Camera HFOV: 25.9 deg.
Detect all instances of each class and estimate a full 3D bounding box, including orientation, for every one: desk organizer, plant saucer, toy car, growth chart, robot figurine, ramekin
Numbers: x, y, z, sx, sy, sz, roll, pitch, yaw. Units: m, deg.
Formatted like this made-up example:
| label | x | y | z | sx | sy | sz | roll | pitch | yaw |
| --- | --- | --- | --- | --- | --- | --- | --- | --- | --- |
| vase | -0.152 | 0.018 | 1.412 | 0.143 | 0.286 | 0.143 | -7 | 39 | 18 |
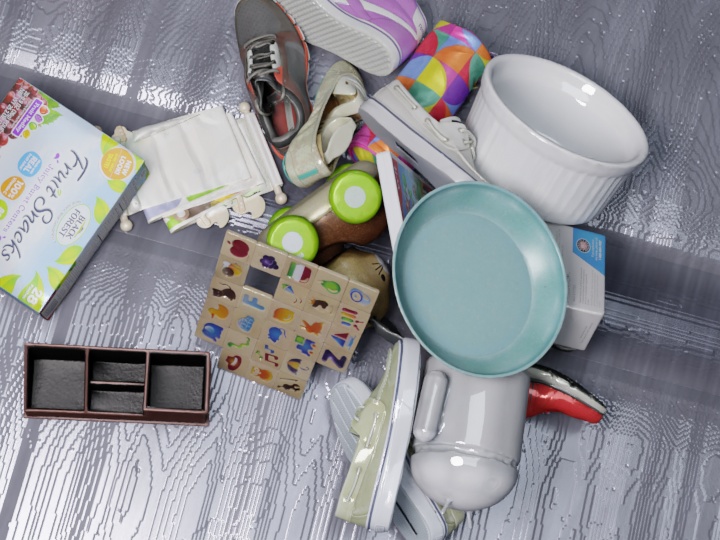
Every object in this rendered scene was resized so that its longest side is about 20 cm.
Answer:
| label | x | y | z | sx | sy | sz | roll | pitch | yaw |
| --- | --- | --- | --- | --- | --- | --- | --- | --- | --- |
| desk organizer | -0.257 | 0.120 | 1.654 | 0.198 | 0.077 | 0.072 | 3 | 77 | -6 |
| plant saucer | 0.114 | 0.011 | 1.570 | 0.199 | 0.036 | 0.202 | 6 | 74 | -23 |
| toy car | 0.000 | 0.000 | 1.673 | 0.157 | 0.164 | 0.201 | -35 | 97 | 1 |
| growth chart | -0.190 | -0.112 | 1.746 | 0.198 | 0.018 | 0.146 | -12 | 79 | -9 |
| robot figurine | 0.113 | 0.159 | 1.610 | 0.169 | 0.112 | 0.202 | 27 | 65 | -43 |
| ramekin | 0.206 | -0.140 | 1.714 | 0.199 | 0.098 | 0.201 | 19 | 34 | -14 |

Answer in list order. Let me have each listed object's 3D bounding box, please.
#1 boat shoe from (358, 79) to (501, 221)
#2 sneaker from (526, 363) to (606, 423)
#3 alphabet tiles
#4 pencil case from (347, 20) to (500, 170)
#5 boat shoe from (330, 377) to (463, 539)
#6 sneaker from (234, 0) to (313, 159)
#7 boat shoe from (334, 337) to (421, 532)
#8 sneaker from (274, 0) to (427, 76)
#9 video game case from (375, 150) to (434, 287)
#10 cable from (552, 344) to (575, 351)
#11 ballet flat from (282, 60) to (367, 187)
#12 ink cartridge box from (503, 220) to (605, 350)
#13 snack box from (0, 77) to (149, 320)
| label | x | y | z | sx | sy | sz | roll | pitch | yaw |
| --- | --- | --- | --- | --- | --- | --- | --- | --- | --- |
| boat shoe | 0.088 | -0.132 | 1.660 | 0.070 | 0.071 | 0.200 | -43 | 63 | -9 |
| sneaker | 0.169 | 0.140 | 1.713 | 0.198 | 0.077 | 0.086 | 16 | 93 | 3 |
| alphabet tiles | -0.084 | 0.056 | 1.639 | 0.166 | 0.201 | 0.008 | 22 | 45 | -1 |
| pencil case | 0.072 | -0.187 | 1.762 | 0.088 | 0.088 | 0.200 | 38 | 76 | 3 |
| boat shoe | 0.037 | 0.202 | 1.677 | 0.062 | 0.072 | 0.201 | -23 | 79 | -42 |
| sneaker | -0.096 | -0.222 | 1.740 | 0.077 | 0.082 | 0.201 | -22 | 80 | 12 |
| boat shoe | 0.020 | 0.164 | 1.596 | 0.062 | 0.072 | 0.202 | 11 | 79 | 1 |
| sneaker | -0.016 | -0.308 | 1.796 | 0.200 | 0.073 | 0.114 | 35 | 54 | 9 |
| video game case | 0.062 | -0.037 | 1.671 | 0.017 | 0.200 | 0.144 | -13 | 78 | 14 |
| cable | 0.173 | 0.012 | 1.742 | 0.097 | 0.050 | 0.201 | -31 | 81 | -19 |
| ballet flat | -0.023 | -0.163 | 1.720 | 0.068 | 0.062 | 0.201 | 51 | 43 | -30 |
| ink cartridge box | 0.157 | 0.001 | 1.671 | 0.198 | 0.068 | 0.117 | 14 | 49 | -6 |
| snack box | -0.352 | -0.076 | 1.687 | 0.168 | 0.068 | 0.201 | 34 | 81 | 3 |
